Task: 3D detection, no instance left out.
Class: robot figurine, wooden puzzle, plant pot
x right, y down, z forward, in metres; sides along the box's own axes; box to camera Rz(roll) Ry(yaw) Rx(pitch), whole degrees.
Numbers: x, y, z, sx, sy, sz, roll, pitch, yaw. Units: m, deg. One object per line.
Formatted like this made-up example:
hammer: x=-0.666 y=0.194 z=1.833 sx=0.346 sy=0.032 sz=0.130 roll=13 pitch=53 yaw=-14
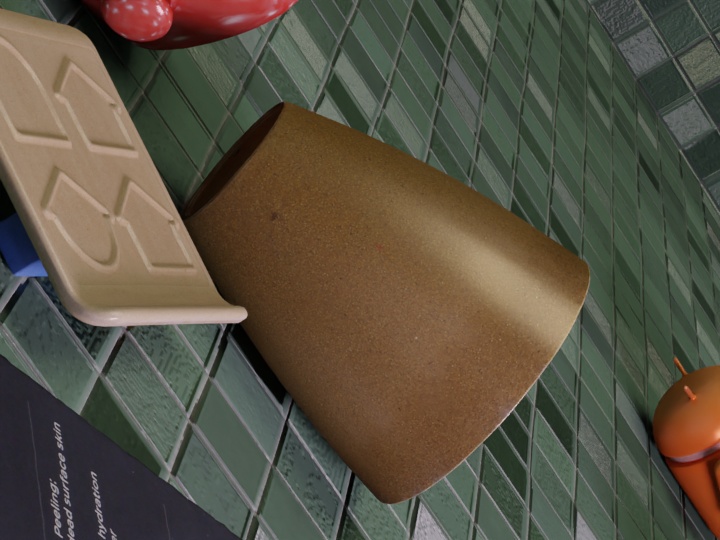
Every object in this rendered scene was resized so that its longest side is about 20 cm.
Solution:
robot figurine: x=0.351 y=0.174 z=2.211 sx=0.144 sy=0.116 sz=0.200 roll=-44 pitch=107 yaw=-35
wooden puzzle: x=-0.152 y=-0.048 z=1.197 sx=0.201 sy=0.046 sz=0.185 roll=58 pitch=15 yaw=11
plant pot: x=0.000 y=0.000 z=1.373 sx=0.200 sy=0.186 sz=0.187 roll=42 pitch=19 yaw=-11

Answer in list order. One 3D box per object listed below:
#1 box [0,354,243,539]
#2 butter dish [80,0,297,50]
box: x=-0.112 y=0.161 z=0.805 sx=0.200 sy=0.117 sz=0.197 roll=45 pitch=22 yaw=-45
butter dish: x=-0.114 y=-0.199 z=1.391 sx=0.200 sy=0.199 sz=0.148 roll=48 pitch=43 yaw=-37
